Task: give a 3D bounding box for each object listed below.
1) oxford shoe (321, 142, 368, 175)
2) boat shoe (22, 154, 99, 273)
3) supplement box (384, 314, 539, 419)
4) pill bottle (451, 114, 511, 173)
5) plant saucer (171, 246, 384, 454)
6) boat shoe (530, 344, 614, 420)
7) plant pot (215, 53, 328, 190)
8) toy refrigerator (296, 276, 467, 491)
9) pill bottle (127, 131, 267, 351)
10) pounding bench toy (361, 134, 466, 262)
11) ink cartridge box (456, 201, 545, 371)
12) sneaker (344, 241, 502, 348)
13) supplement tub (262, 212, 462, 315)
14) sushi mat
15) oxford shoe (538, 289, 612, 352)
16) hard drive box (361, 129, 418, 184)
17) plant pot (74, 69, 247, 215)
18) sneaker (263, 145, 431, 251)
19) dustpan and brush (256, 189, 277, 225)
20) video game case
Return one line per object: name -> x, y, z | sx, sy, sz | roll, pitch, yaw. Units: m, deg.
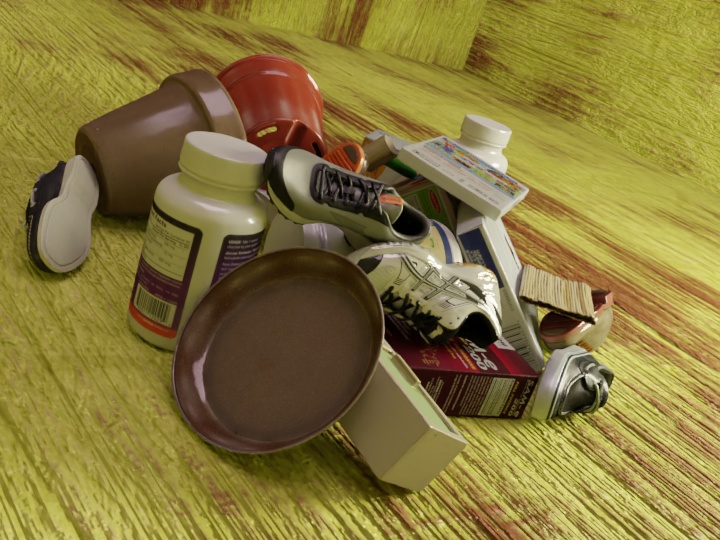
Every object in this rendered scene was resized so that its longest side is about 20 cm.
oxford shoe -> -0.036, -0.073, 1.072 | 0.073, 0.200, 0.071 | 4, 43, -38
boat shoe -> -0.343, -0.059, 0.967 | 0.060, 0.074, 0.200 | -20, 40, 9
supplement box -> 0.078, 0.101, 0.926 | 0.200, 0.061, 0.109 | 8, 25, -29
pill bottle -> 0.181, -0.154, 1.454 | 0.111, 0.200, 0.111 | 17, 20, -7
plant saucer -> -0.070, 0.070, 0.760 | 0.200, 0.200, 0.032 | 34, -15, 35
boat shoe -> 0.249, 0.128, 0.988 | 0.071, 0.072, 0.200 | 23, 19, 22
plant pot -> -0.139, -0.208, 1.357 | 0.200, 0.201, 0.195 | 10, 31, -21
toy refrigerator -> 0.006, 0.097, 0.785 | 0.076, 0.070, 0.200 | 34, 12, -51
pill bottle -> -0.155, -0.029, 0.853 | 0.111, 0.200, 0.111 | 17, 21, -7
pounding bench toy -> 0.072, -0.096, 1.177 | 0.124, 0.200, 0.156 | -19, 11, 19
ink cartridge box -> 0.178, 0.006, 1.103 | 0.041, 0.200, 0.200 | -22, 14, 16
sneaker -> 0.066, 0.031, 0.884 | 0.200, 0.076, 0.088 | 10, 55, -26
supplement tub -> 0.000, 0.000, 0.994 | 0.200, 0.145, 0.144 | 8, 23, -28
sushi mat -> 0.251, 0.027, 1.103 | 0.096, 0.012, 0.200 | 18, 14, 9
oxford shoe -> 0.293, 0.080, 1.138 | 0.070, 0.075, 0.200 | -5, 9, 36
hard drive box -> 0.083, -0.103, 1.307 | 0.200, 0.156, 0.077 | 22, 21, 10
plant pot -> -0.263, -0.144, 1.115 | 0.174, 0.201, 0.200 | -20, 40, -31
sneaker -> -0.011, -0.072, 0.855 | 0.200, 0.074, 0.079 | 26, -29, -37
dustpan and brush -> -0.062, -0.049, 1.171 | 0.200, 0.057, 0.140 | 55, 13, 10
video game case -> 0.137, -0.123, 1.111 | 0.143, 0.018, 0.200 | 34, 22, 10
